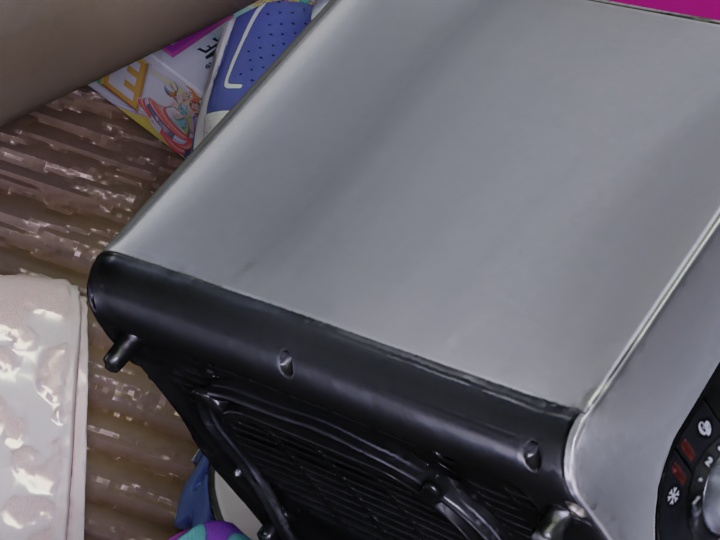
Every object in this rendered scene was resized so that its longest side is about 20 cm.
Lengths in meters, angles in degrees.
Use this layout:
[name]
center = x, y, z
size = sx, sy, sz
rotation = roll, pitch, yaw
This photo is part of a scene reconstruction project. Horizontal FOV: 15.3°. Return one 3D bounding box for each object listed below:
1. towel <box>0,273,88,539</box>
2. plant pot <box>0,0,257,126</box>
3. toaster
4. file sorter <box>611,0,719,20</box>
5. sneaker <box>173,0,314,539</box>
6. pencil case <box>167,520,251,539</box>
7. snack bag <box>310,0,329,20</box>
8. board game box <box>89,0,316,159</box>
[towel]
center = -0.175, 0.068, 0.741
size = 0.199, 0.032, 0.191
rotation = 6, 49, -13
[plant pot]
center = -0.111, -0.131, 0.808
size = 0.173, 0.200, 0.200
rotation = -14, 55, -21
[toaster]
center = 0.049, 0.037, 0.624
size = 0.200, 0.181, 0.119
rotation = 17, 61, 48
[file sorter]
center = 0.164, -0.076, 0.883
size = 0.200, 0.139, 0.126
rotation = 32, 49, 2
[sneaker]
center = 0.000, 0.001, 0.775
size = 0.080, 0.115, 0.200
rotation = 11, 59, -17
[pencil case]
center = 0.016, 0.147, 0.615
size = 0.200, 0.085, 0.092
rotation = 36, 72, 12
[snack bag]
center = 0.074, -0.156, 0.834
size = 0.021, 0.188, 0.200
rotation = 55, 21, -17
[board game box]
center = -0.056, -0.112, 0.931
size = 0.200, 0.034, 0.134
rotation = 37, 50, 15
